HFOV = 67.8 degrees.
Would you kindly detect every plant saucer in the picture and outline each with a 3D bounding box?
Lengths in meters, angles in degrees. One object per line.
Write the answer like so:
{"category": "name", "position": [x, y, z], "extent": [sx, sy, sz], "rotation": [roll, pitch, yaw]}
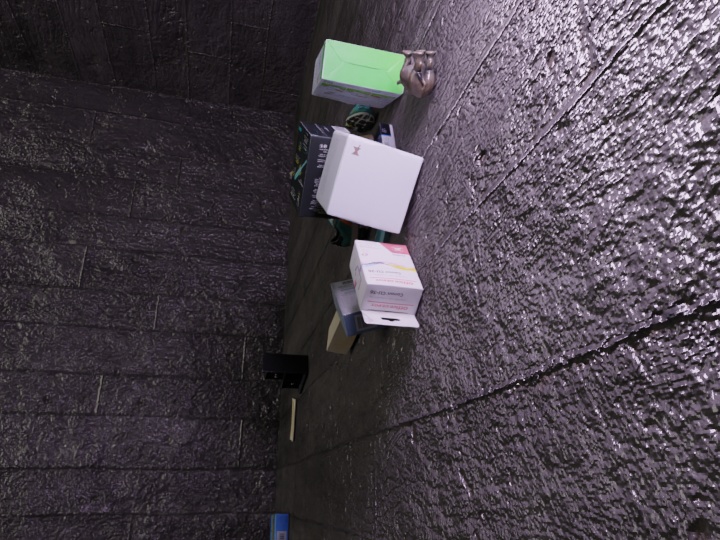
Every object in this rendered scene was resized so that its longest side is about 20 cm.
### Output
{"category": "plant saucer", "position": [0.051, -0.066, 1.309], "extent": [0.070, 0.019, 0.201], "rotation": [-111, 30, -61]}

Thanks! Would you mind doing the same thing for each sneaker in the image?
{"category": "sneaker", "position": [-0.049, -0.157, 1.446], "extent": [0.071, 0.079, 0.201], "rotation": [-116, 23, -66]}
{"category": "sneaker", "position": [-0.003, -0.459, 1.576], "extent": [0.200, 0.077, 0.080], "rotation": [-140, 65, -74]}

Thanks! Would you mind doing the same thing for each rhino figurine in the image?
{"category": "rhino figurine", "position": [0.109, -0.406, 1.103], "extent": [0.200, 0.059, 0.088], "rotation": [-107, 15, -66]}

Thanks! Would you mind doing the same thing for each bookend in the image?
{"category": "bookend", "position": [-0.345, 0.458, 2.373], "extent": [0.199, 0.199, 0.093], "rotation": [112, 159, -49]}

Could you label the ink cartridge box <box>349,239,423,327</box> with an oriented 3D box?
{"category": "ink cartridge box", "position": [0.051, 0.023, 1.062], "extent": [0.200, 0.116, 0.068], "rotation": [-105, 25, -54]}

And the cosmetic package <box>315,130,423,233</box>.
{"category": "cosmetic package", "position": [0.011, -0.198, 1.167], "extent": [0.200, 0.166, 0.167], "rotation": [-123, 49, -70]}

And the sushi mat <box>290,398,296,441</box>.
{"category": "sushi mat", "position": [-0.324, 0.719, 2.584], "extent": [0.096, 0.012, 0.201], "rotation": [141, 133, -71]}

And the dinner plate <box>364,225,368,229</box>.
{"category": "dinner plate", "position": [0.004, -0.210, 1.420], "extent": [0.200, 0.024, 0.202], "rotation": [-12, -90, -82]}

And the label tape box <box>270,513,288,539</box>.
{"category": "label tape box", "position": [-0.381, 1.222, 2.516], "extent": [0.200, 0.063, 0.145], "rotation": [121, 151, -61]}

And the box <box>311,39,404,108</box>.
{"category": "box", "position": [-0.008, -0.477, 1.326], "extent": [0.176, 0.199, 0.097], "rotation": [-152, 69, -76]}

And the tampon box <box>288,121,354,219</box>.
{"category": "tampon box", "position": [-0.093, -0.247, 1.331], "extent": [0.150, 0.125, 0.201], "rotation": [-121, 39, -57]}

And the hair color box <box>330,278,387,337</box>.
{"category": "hair color box", "position": [-0.008, 0.081, 1.299], "extent": [0.200, 0.098, 0.061], "rotation": [-119, 18, -67]}

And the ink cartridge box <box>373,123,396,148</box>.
{"category": "ink cartridge box", "position": [0.043, -0.267, 1.378], "extent": [0.201, 0.039, 0.100], "rotation": [110, 159, -49]}

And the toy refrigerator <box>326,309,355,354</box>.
{"category": "toy refrigerator", "position": [-0.040, 0.154, 1.499], "extent": [0.200, 0.069, 0.076], "rotation": [114, 164, -52]}

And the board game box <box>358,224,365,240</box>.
{"category": "board game box", "position": [-0.020, -0.170, 1.554], "extent": [0.105, 0.023, 0.201], "rotation": [100, 160, -47]}

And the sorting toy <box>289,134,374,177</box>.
{"category": "sorting toy", "position": [-0.074, -0.306, 1.553], "extent": [0.200, 0.199, 0.070], "rotation": [14, 139, 56]}
